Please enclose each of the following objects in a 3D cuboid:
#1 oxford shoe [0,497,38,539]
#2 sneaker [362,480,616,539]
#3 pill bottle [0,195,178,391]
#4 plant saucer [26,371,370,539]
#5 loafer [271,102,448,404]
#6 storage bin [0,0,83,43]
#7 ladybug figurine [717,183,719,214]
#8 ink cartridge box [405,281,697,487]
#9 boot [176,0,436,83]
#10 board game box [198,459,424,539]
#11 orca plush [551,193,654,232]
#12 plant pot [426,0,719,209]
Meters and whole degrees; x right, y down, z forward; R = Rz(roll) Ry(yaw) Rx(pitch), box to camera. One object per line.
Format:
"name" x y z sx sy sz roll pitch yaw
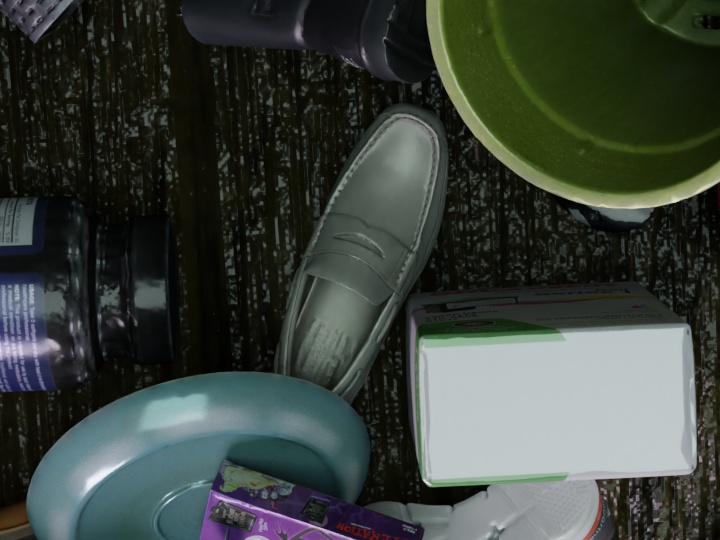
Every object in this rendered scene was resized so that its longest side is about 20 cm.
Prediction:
"oxford shoe" -0.144 0.119 1.419 0.200 0.071 0.071 -22 72 1
"sneaker" 0.061 0.176 1.418 0.200 0.082 0.077 -17 56 22
"pill bottle" -0.206 0.014 1.368 0.200 0.112 0.112 -1 99 -1
"plant saucer" -0.089 0.130 1.367 0.200 0.027 0.200 -10 140 -9
"loafer" 0.000 0.000 1.389 0.070 0.070 0.200 19 97 5
"storage bin" -0.140 -0.231 1.317 0.094 0.135 0.200 44 96 -8
"ladybug figurine" 0.269 -0.084 1.342 0.200 0.072 0.136 -47 133 5
"ink cartridge box" 0.100 0.059 1.338 0.145 0.200 0.084 -3 96 -1
"boot" -0.006 -0.206 1.322 0.168 0.076 0.200 19 84 38
"board game box" -0.041 0.196 1.379 0.120 0.032 0.200 21 137 6
"orca plush" 0.083 -0.094 1.377 0.200 0.105 0.071 40 134 -24
"plant pot" 0.163 -0.157 1.293 0.200 0.190 0.200 9 113 23
